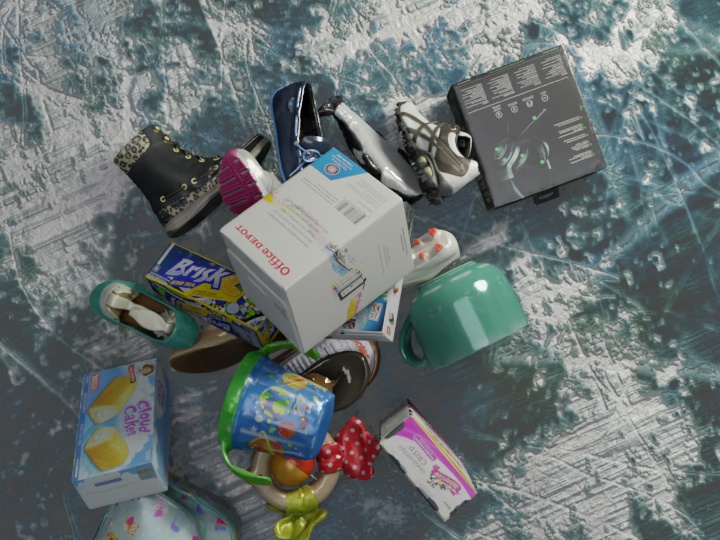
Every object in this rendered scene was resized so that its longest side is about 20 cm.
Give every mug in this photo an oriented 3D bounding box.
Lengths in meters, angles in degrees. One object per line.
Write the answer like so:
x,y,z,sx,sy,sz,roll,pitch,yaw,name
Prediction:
0.131,0.063,1.411,0.184,0.152,0.115,-25,86,1,mug

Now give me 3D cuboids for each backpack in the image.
-0.274,0.388,1.422,0.199,0.153,0.177,25,85,-5,backpack

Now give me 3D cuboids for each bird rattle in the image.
-0.074,0.284,1.420,0.163,0.113,0.201,36,95,-16,bird rattle

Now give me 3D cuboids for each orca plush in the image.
0.004,-0.160,1.459,0.200,0.105,0.071,41,122,-1,orca plush

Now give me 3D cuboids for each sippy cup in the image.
-0.108,0.192,1.349,0.129,0.140,0.180,16,99,9,sippy cup

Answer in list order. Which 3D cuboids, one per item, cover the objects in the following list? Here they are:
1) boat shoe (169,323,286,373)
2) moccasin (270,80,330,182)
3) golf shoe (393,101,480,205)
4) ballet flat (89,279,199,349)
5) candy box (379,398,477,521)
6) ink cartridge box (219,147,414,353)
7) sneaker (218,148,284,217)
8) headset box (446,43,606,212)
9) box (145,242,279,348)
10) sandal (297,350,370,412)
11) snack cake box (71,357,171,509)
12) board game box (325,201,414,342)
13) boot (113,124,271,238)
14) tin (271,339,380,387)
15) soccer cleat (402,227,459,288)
-0.188,0.092,1.467,0.198,0.071,0.065,-20,55,-1,boat shoe
-0.078,-0.175,1.413,0.068,0.080,0.202,-23,80,33,moccasin
0.109,-0.177,1.417,0.094,0.078,0.201,-23,50,4,golf shoe
-0.322,0.054,1.432,0.199,0.070,0.068,21,81,23,ballet flat
0.090,0.257,1.386,0.061,0.200,0.137,-40,89,1,candy box
-0.055,-0.026,1.315,0.199,0.145,0.147,-37,54,-18,ink cartridge box
-0.128,-0.102,1.433,0.201,0.081,0.089,57,47,-33,sneaker
0.239,-0.196,1.440,0.173,0.093,0.202,-21,89,1,headset box
-0.204,0.036,1.423,0.199,0.065,0.070,24,64,21,box
-0.080,0.174,1.428,0.198,0.055,0.083,-14,90,2,sandal
-0.331,0.225,1.401,0.114,0.201,0.068,-15,130,2,snack cake box
0.000,0.000,1.419,0.125,0.035,0.202,1,69,27,board game box
-0.248,-0.166,1.464,0.203,0.073,0.154,-42,86,-1,boot
-0.062,0.155,1.473,0.199,0.042,0.112,-33,93,1,tin
0.053,0.002,1.459,0.199,0.078,0.070,-23,59,16,soccer cleat
